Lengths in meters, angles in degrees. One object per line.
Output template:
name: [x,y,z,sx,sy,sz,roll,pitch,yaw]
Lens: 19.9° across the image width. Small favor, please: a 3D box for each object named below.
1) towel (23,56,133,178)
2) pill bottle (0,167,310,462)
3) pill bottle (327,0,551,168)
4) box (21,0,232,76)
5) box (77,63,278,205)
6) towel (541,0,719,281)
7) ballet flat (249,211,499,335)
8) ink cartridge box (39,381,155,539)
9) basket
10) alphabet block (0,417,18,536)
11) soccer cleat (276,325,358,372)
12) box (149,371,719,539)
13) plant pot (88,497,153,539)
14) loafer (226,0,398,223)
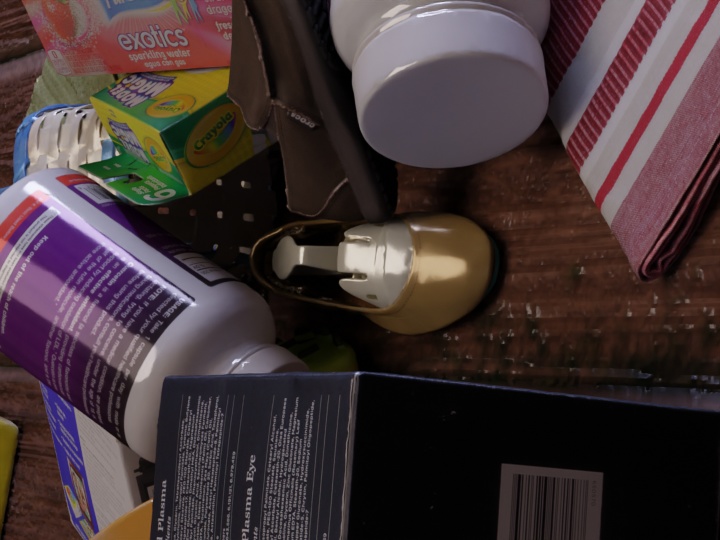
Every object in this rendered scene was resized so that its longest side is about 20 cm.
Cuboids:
towel: [-0.209,-0.114,1.573,0.200,0.036,0.149,53,127,51]
pill bottle: [-0.127,0.033,1.159,0.199,0.112,0.113,34,114,25]
pill bottle: [0.037,-0.162,1.057,0.114,0.113,0.201,-44,43,46]
box: [-0.101,-0.180,1.188,0.199,0.103,0.095,2,127,43]
box: [-0.070,-0.110,1.194,0.117,0.199,0.049,27,149,58]
towel: [0.136,-0.112,0.996,0.145,0.023,0.201,-62,33,32]
ballet flat: [0.000,0.000,1.154,0.200,0.063,0.069,-4,79,59]
ink cartridge box: [-0.163,0.116,1.339,0.198,0.043,0.201,37,143,58]
basket: [-0.165,-0.037,1.337,0.199,0.175,0.140,-8,81,48]
alphabet block: [-0.415,0.190,1.681,0.200,0.195,0.197,13,95,60]
soccer cleat: [-0.056,0.088,1.247,0.200,0.064,0.084,-19,95,52]
box: [0.030,0.105,0.935,0.182,0.199,0.105,-7,77,58]
plant pot: [-0.061,0.243,1.086,0.183,0.199,0.201,49,125,34]
loafer: [-0.042,-0.104,1.076,0.073,0.070,0.201,-78,-30,-60]
